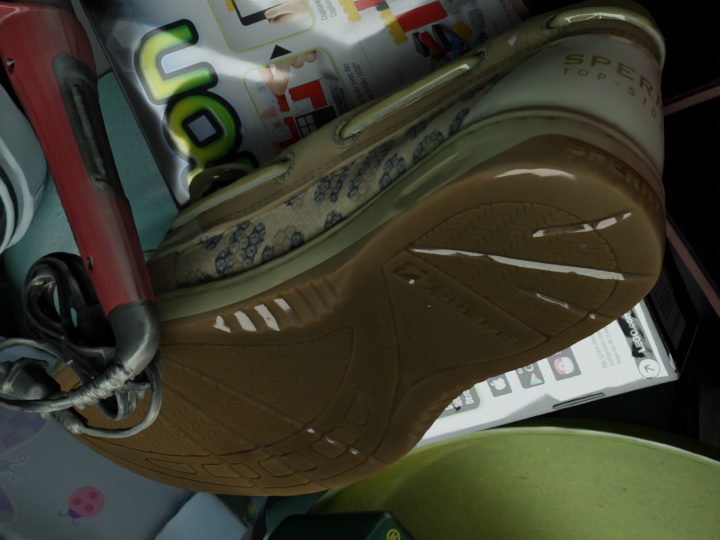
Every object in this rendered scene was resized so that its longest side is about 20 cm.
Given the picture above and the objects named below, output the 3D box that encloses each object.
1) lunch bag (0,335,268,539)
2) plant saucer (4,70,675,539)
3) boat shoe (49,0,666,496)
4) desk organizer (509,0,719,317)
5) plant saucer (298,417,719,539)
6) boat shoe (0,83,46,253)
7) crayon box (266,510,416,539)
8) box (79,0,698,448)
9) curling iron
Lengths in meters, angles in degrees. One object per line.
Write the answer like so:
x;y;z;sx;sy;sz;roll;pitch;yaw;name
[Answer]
-0.134;0.109;0.831;0.200;0.170;0.127;-8;128;51;lunch bag
-0.012;0.025;0.841;0.200;0.036;0.200;10;130;12;plant saucer
0.000;0.000;0.710;0.073;0.063;0.200;37;139;-28;boat shoe
0.108;-0.041;0.717;0.072;0.077;0.200;-20;119;31;desk organizer
0.072;0.111;0.826;0.200;0.031;0.200;10;130;12;plant saucer
-0.166;-0.071;0.786;0.200;0.071;0.072;45;129;-10;boat shoe
0.008;0.193;0.777;0.200;0.173;0.058;48;152;-20;crayon box
-0.003;-0.052;0.742;0.110;0.035;0.200;-16;110;23;box
-0.086;-0.050;0.718;0.050;0.200;0.026;-27;156;24;curling iron
